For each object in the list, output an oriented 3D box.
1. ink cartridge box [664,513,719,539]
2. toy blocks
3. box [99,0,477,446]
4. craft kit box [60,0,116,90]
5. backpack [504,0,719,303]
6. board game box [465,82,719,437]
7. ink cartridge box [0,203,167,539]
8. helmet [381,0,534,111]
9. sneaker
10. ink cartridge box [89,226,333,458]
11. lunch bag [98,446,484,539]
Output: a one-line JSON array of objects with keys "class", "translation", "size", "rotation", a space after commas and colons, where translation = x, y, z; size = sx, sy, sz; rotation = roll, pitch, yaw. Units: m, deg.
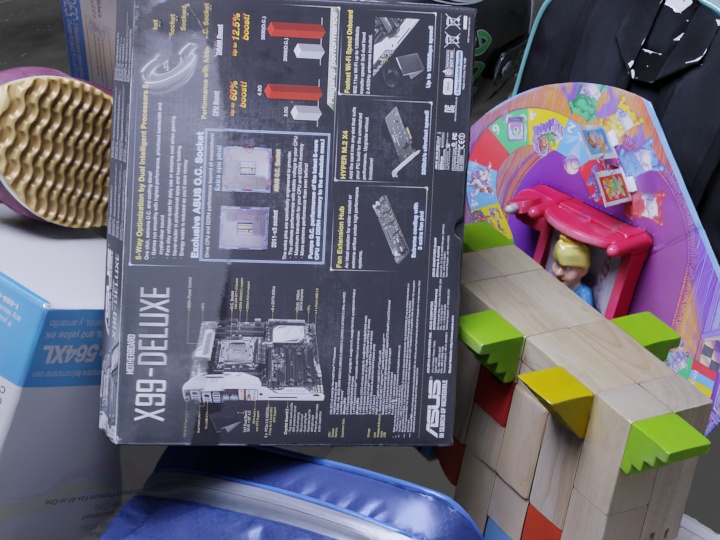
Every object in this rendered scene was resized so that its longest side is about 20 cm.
[{"class": "ink cartridge box", "translation": [0.138, 0.193, 1.036], "size": [0.161, 0.050, 0.200], "rotation": [-34, 32, -23]}, {"class": "toy blocks", "translation": [0.085, 0.085, 1.054], "size": [0.100, 0.137, 0.200], "rotation": [-10, 35, -33]}, {"class": "box", "translation": [-0.033, -0.022, 0.990], "size": [0.157, 0.201, 0.050], "rotation": [1, 6, -16]}, {"class": "craft kit box", "translation": [-0.065, -0.089, 1.179], "size": [0.197, 0.200, 0.049], "rotation": [33, 70, 9]}, {"class": "backpack", "translation": [0.164, -0.065, 1.161], "size": [0.176, 0.201, 0.153], "rotation": [31, 36, 32]}, {"class": "board game box", "translation": [0.099, 0.009, 1.106], "size": [0.039, 0.158, 0.201], "rotation": [-13, 79, -52]}, {"class": "ink cartridge box", "translation": [-0.181, 0.082, 1.072], "size": [0.128, 0.201, 0.125], "rotation": [28, 15, 32]}, {"class": "helmet", "translation": [-0.018, -0.161, 1.278], "size": [0.190, 0.201, 0.200], "rotation": [-8, 40, -34]}, {"class": "sneaker", "translation": [-0.156, -0.064, 1.117], "size": [0.090, 0.200, 0.075], "rotation": [19, 90, 26]}, {"class": "ink cartridge box", "translation": [-0.094, 0.027, 1.188], "size": [0.199, 0.084, 0.145], "rotation": [25, 53, 29]}, {"class": "lunch bag", "translation": [-0.035, 0.159, 1.010], "size": [0.199, 0.136, 0.132], "rotation": [13, 47, 30]}]
